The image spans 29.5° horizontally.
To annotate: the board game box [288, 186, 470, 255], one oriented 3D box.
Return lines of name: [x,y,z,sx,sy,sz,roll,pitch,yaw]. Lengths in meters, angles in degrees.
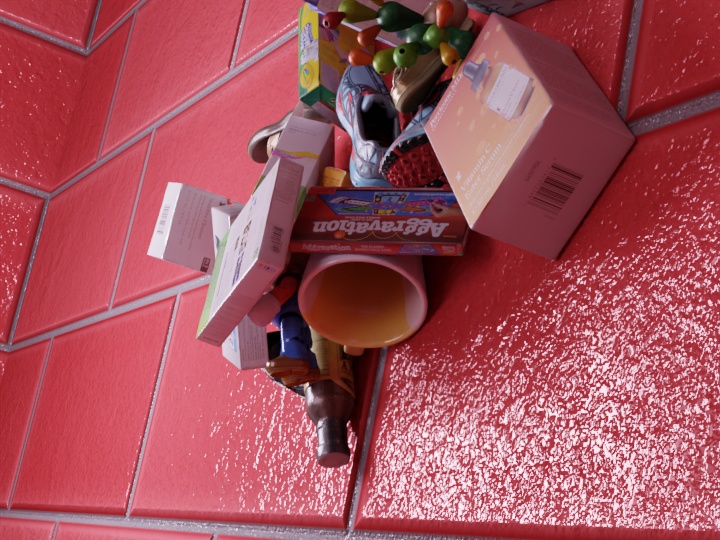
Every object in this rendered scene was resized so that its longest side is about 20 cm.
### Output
board game box: [0.025,-0.056,1.520,0.104,0.197,0.020,-71,-24,-47]

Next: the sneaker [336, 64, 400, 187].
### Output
sneaker: [0.022,-0.196,1.717,0.096,0.078,0.202,107,157,-52]

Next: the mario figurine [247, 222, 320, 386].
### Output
mario figurine: [-0.099,0.036,1.643,0.123,0.104,0.203,133,137,-62]

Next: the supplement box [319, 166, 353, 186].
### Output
supplement box: [-0.038,-0.028,1.772,0.069,0.066,0.203,17,90,65]

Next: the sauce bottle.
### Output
sauce bottle: [-0.038,0.141,1.660,0.065,0.064,0.202,-43,41,45]

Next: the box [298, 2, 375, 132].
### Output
box: [-0.032,-0.289,1.871,0.048,0.117,0.202,-30,44,34]

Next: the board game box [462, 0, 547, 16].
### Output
board game box: [0.200,-0.377,1.524,0.199,0.064,0.150,-6,69,64]

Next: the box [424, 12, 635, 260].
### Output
box: [0.164,-0.138,1.385,0.153,0.105,0.201,-59,28,25]

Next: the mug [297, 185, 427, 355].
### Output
mug: [-0.003,-0.007,1.607,0.186,0.148,0.155,-40,31,38]

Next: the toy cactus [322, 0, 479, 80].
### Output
toy cactus: [0.073,-0.273,1.517,0.165,0.197,0.104,-46,-37,-51]

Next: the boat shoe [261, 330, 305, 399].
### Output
boat shoe: [-0.095,0.117,1.789,0.199,0.065,0.075,31,100,64]

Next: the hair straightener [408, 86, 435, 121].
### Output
hair straightener: [0.080,-0.200,1.675,0.077,0.040,0.203,-41,39,48]

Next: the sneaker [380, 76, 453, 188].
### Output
sneaker: [0.103,-0.170,1.589,0.200,0.079,0.096,-40,22,34]

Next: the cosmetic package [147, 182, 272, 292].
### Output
cosmetic package: [-0.187,-0.042,1.932,0.081,0.198,0.115,12,86,66]

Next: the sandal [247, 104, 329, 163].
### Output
sandal: [-0.102,-0.191,2.027,0.199,0.081,0.055,-24,74,49]

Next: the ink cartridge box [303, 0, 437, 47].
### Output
ink cartridge box: [0.017,-0.360,1.726,0.042,0.198,0.121,30,99,63]

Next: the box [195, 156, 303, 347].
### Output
box: [-0.128,-0.018,1.578,0.200,0.036,0.146,-46,28,50]

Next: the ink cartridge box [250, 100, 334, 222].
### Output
ink cartridge box: [-0.082,-0.123,1.836,0.118,0.066,0.202,92,-164,-50]

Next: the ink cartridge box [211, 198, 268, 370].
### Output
ink cartridge box: [-0.168,0.014,1.807,0.176,0.044,0.203,-155,61,-69]

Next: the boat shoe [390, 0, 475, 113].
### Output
boat shoe: [0.073,-0.253,1.603,0.201,0.063,0.073,-55,-1,-44]
